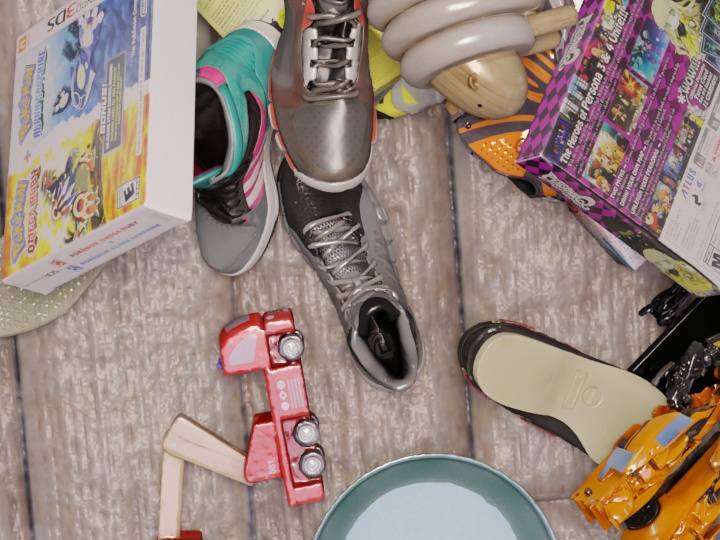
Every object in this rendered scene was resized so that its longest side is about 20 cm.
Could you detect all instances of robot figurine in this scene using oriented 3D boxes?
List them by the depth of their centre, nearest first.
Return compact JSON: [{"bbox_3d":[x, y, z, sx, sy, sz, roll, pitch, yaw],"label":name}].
[{"bbox_3d":[0.257,0.141,1.525,0.200,0.058,0.145,-43,121,-14],"label":"robot figurine"}]

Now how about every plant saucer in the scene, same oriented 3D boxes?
[{"bbox_3d":[0.056,0.238,1.564,0.198,0.036,0.202,0,94,-3],"label":"plant saucer"}]

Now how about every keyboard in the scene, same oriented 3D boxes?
[{"bbox_3d":[0.285,0.016,1.566,0.200,0.040,0.104,-45,119,0],"label":"keyboard"}]

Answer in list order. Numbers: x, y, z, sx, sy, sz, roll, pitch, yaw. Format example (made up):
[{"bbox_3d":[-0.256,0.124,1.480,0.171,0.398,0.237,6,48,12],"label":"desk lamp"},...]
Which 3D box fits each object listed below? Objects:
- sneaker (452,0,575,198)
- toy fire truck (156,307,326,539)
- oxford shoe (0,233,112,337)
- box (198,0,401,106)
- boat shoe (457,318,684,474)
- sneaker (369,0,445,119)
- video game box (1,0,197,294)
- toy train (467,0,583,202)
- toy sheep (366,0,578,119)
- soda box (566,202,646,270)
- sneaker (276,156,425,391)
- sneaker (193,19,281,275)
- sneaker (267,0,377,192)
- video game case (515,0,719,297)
[{"bbox_3d":[0.109,-0.146,1.452,0.111,0.078,0.201,-22,82,15],"label":"sneaker"},{"bbox_3d":[-0.099,0.138,1.540,0.140,0.049,0.202,-11,95,-2],"label":"toy fire truck"},{"bbox_3d":[-0.222,-0.018,1.520,0.200,0.058,0.075,-38,99,15],"label":"oxford shoe"},{"bbox_3d":[-0.063,-0.190,1.482,0.200,0.050,0.075,46,129,6],"label":"box"},{"bbox_3d":[0.164,0.095,1.543,0.200,0.063,0.074,27,95,-20],"label":"boat shoe"},{"bbox_3d":[-0.004,-0.204,1.506,0.076,0.075,0.201,-30,90,10],"label":"sneaker"},{"bbox_3d":[-0.184,-0.104,1.423,0.047,0.182,0.202,16,63,-35],"label":"video game box"},{"bbox_3d":[0.155,-0.156,1.518,0.113,0.085,0.201,24,95,7],"label":"toy train"},{"bbox_3d":[0.065,-0.197,1.369,0.137,0.138,0.201,-19,80,-1],"label":"toy sheep"},{"bbox_3d":[0.252,-0.091,1.533,0.200,0.064,0.068,-43,95,2],"label":"soda box"},{"bbox_3d":[0.000,0.000,1.500,0.075,0.116,0.201,-26,96,-1],"label":"sneaker"},{"bbox_3d":[-0.108,-0.071,1.458,0.083,0.121,0.201,21,121,23],"label":"sneaker"},{"bbox_3d":[-0.027,-0.156,1.394,0.076,0.082,0.202,-4,80,-5],"label":"sneaker"},{"bbox_3d":[0.215,-0.112,1.417,0.181,0.036,0.201,34,66,-24],"label":"video game case"}]
